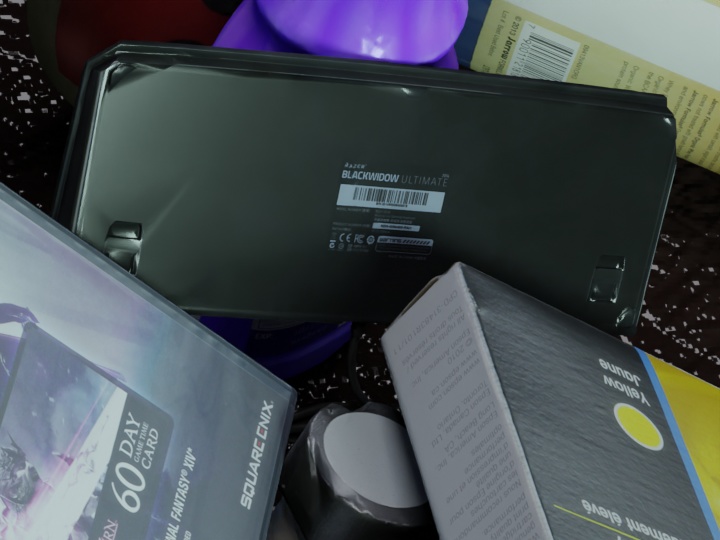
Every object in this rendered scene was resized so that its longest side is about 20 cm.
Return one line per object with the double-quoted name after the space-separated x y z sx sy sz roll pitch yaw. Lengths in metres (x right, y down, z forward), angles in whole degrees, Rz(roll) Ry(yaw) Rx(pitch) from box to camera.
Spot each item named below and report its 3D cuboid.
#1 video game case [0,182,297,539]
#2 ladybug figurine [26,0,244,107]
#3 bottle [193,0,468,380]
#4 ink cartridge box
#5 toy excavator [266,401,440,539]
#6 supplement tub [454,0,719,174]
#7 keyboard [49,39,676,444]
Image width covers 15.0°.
-0.104 0.040 0.690 0.200 0.019 0.143 37 46 -29 "video game case"
-0.034 -0.106 0.882 0.135 0.200 0.072 -15 58 -33 "ladybug figurine"
-0.012 -0.050 0.840 0.065 0.200 0.083 42 51 20 "bottle"
0.109 0.106 0.752 0.197 0.047 0.200 27 27 -31 "ink cartridge box"
0.073 0.135 0.790 0.199 0.100 0.195 2 44 -34 "toy excavator"
0.131 -0.111 0.975 0.199 0.145 0.145 23 48 2 "supplement tub"
0.000 0.000 0.804 0.199 0.128 0.021 4 17 -29 "keyboard"
